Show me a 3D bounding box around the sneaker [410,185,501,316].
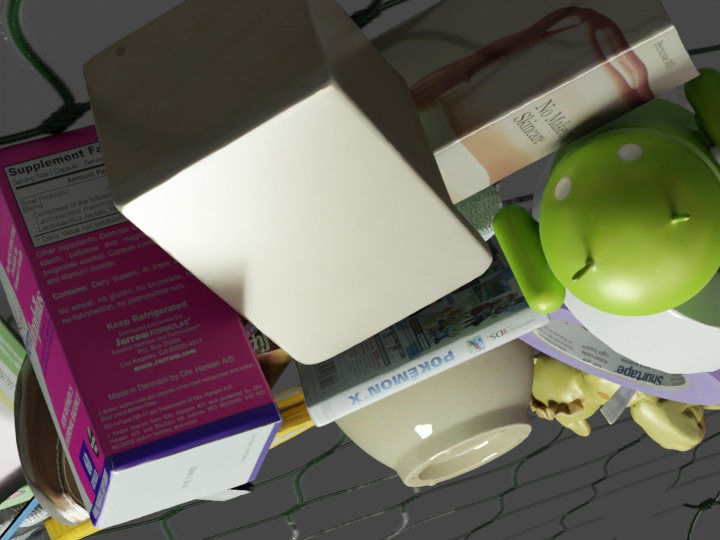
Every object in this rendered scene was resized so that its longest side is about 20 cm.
[{"bbox_3d":[0.000,0.000,1.321,0.200,0.075,0.114,-20,159,-20],"label":"sneaker"}]

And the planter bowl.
[{"bbox_3d":[0.067,0.101,1.618,0.200,0.135,0.200,-22,161,-8],"label":"planter bowl"}]

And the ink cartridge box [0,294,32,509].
[{"bbox_3d":[-0.217,0.086,1.301,0.145,0.084,0.200,-18,161,-17],"label":"ink cartridge box"}]

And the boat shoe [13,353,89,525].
[{"bbox_3d":[-0.153,0.056,1.132,0.072,0.200,0.076,-15,143,28],"label":"boat shoe"}]

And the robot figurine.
[{"bbox_3d":[0.172,-0.041,1.175,0.175,0.116,0.200,-33,-171,18],"label":"robot figurine"}]

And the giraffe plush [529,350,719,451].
[{"bbox_3d":[0.238,0.101,1.835,0.200,0.173,0.162,-23,-174,-39],"label":"giraffe plush"}]

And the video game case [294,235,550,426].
[{"bbox_3d":[0.037,0.038,1.412,0.182,0.022,0.200,-24,-163,1],"label":"video game case"}]

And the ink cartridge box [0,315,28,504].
[{"bbox_3d":[-0.283,0.104,1.139,0.200,0.048,0.146,-40,124,-6],"label":"ink cartridge box"}]

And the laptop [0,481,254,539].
[{"bbox_3d":[-0.182,0.191,1.239,0.200,0.116,0.187,5,171,-9],"label":"laptop"}]

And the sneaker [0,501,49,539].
[{"bbox_3d":[-0.313,0.202,1.516,0.200,0.075,0.114,-12,156,-40],"label":"sneaker"}]

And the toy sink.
[{"bbox_3d":[-0.035,-0.059,1.019,0.130,0.112,0.200,-29,142,15],"label":"toy sink"}]

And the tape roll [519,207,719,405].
[{"bbox_3d":[0.208,0.029,1.486,0.200,0.200,0.085,57,55,-72],"label":"tape roll"}]

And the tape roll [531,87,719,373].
[{"bbox_3d":[0.225,-0.029,1.346,0.202,0.202,0.071,-11,158,-34],"label":"tape roll"}]

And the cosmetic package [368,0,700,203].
[{"bbox_3d":[0.087,-0.116,1.115,0.200,0.087,0.103,-29,161,13],"label":"cosmetic package"}]

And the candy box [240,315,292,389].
[{"bbox_3d":[-0.131,0.088,1.461,0.117,0.056,0.200,-15,158,-27],"label":"candy box"}]

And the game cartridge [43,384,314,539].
[{"bbox_3d":[-0.123,0.145,1.436,0.200,0.032,0.176,-33,171,33],"label":"game cartridge"}]

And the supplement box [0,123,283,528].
[{"bbox_3d":[-0.132,0.026,1.060,0.103,0.200,0.101,-16,159,-20],"label":"supplement box"}]
